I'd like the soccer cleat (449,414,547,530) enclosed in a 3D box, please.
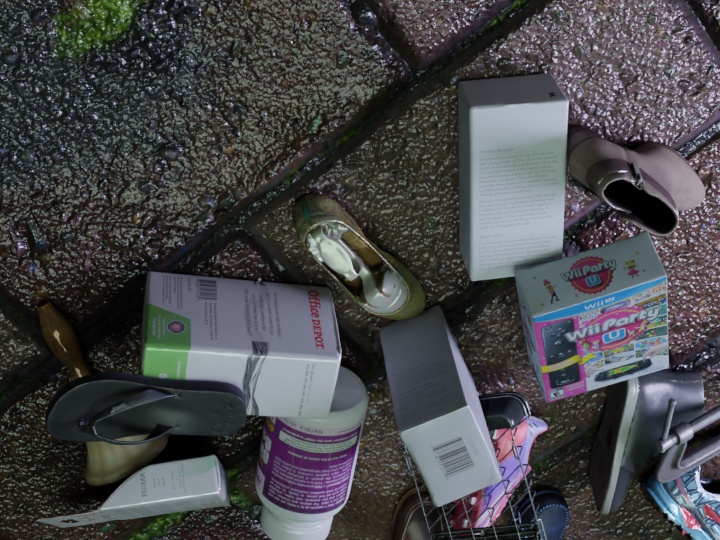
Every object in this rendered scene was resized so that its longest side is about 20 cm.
[{"bbox_3d":[0.161,0.254,1.658,0.076,0.067,0.201,6,117,-16],"label":"soccer cleat"}]

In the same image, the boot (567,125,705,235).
[{"bbox_3d":[0.292,-0.080,1.423,0.200,0.146,0.070,20,114,-20],"label":"boot"}]

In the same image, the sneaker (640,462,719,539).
[{"bbox_3d":[0.441,0.301,1.705,0.200,0.079,0.096,40,96,-19],"label":"sneaker"}]

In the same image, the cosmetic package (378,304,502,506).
[{"bbox_3d":[0.083,0.140,1.498,0.081,0.200,0.113,-22,118,5],"label":"cosmetic package"}]

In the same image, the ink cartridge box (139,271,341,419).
[{"bbox_3d":[-0.129,0.078,1.463,0.199,0.146,0.084,5,120,-10],"label":"ink cartridge box"}]

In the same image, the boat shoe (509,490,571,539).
[{"bbox_3d":[0.214,0.365,1.725,0.084,0.069,0.200,8,119,-12],"label":"boat shoe"}]

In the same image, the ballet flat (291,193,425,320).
[{"bbox_3d":[0.000,0.000,1.481,0.071,0.071,0.200,-36,119,14],"label":"ballet flat"}]

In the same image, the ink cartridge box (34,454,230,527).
[{"bbox_3d":[-0.249,0.248,1.552,0.199,0.161,0.050,-6,77,-3],"label":"ink cartridge box"}]

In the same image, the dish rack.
[{"bbox_3d":[0.133,0.246,1.591,0.153,0.055,0.201,-10,104,26],"label":"dish rack"}]

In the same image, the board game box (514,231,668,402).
[{"bbox_3d":[0.252,0.055,1.506,0.147,0.064,0.200,-17,145,2],"label":"board game box"}]

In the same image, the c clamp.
[{"bbox_3d":[0.409,0.179,1.607,0.200,0.027,0.171,-20,140,-29],"label":"c clamp"}]

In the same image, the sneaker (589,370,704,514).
[{"bbox_3d":[0.339,0.206,1.643,0.106,0.075,0.201,3,119,-10],"label":"sneaker"}]

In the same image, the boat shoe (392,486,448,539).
[{"bbox_3d":[0.073,0.360,1.704,0.070,0.070,0.201,0,119,-6],"label":"boat shoe"}]

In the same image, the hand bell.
[{"bbox_3d":[-0.299,0.122,1.515,0.104,0.104,0.200,-23,110,6],"label":"hand bell"}]

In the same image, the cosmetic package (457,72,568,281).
[{"bbox_3d":[0.155,-0.095,1.440,0.101,0.071,0.201,-5,122,-5],"label":"cosmetic package"}]

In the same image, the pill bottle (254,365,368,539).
[{"bbox_3d":[-0.060,0.210,1.571,0.112,0.112,0.201,5,119,-11],"label":"pill bottle"}]

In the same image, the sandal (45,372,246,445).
[{"bbox_3d":[-0.213,0.140,1.380,0.199,0.043,0.076,-3,122,-5],"label":"sandal"}]
